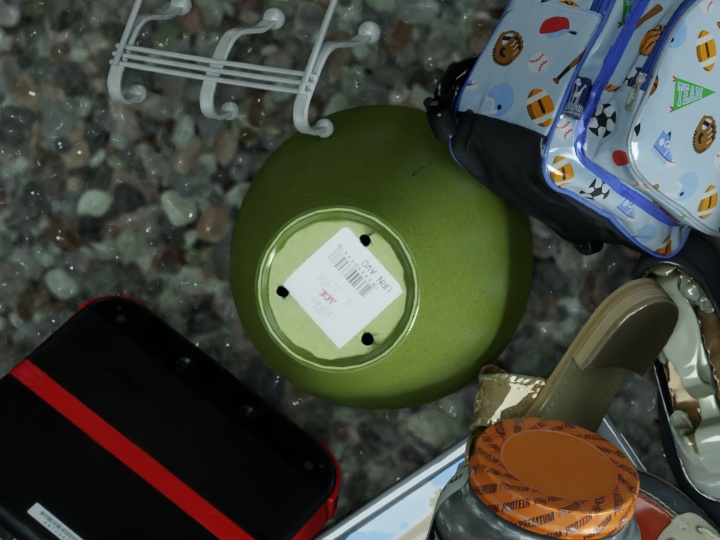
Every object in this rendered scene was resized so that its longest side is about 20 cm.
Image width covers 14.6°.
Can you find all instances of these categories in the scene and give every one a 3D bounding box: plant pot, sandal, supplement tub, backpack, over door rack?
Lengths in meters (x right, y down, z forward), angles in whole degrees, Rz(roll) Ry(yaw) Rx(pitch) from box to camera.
[{"bbox_3d":[0.000,0.000,1.635,0.187,0.200,0.188,1,95,8],"label":"plant pot"},{"bbox_3d":[0.104,0.073,1.680,0.212,0.078,0.070,-53,51,22],"label":"sandal"},{"bbox_3d":[0.090,0.193,1.628,0.122,0.123,0.200,16,118,6],"label":"supplement tub"},{"bbox_3d":[0.155,-0.117,1.609,0.154,0.200,0.191,10,77,33],"label":"backpack"},{"bbox_3d":[-0.057,-0.183,1.678,0.147,0.067,0.201,11,84,28],"label":"over door rack"}]

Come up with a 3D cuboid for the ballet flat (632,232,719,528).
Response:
[{"bbox_3d":[0.204,0.076,1.680,0.073,0.073,0.201,-14,93,9],"label":"ballet flat"}]

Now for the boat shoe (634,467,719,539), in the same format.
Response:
[{"bbox_3d":[0.196,0.187,1.670,0.200,0.063,0.071,41,101,-2],"label":"boat shoe"}]

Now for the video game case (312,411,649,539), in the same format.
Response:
[{"bbox_3d":[0.100,0.188,1.727,0.200,0.022,0.182,-34,90,9],"label":"video game case"}]

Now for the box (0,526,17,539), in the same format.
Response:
[{"bbox_3d":[-0.187,0.205,1.693,0.200,0.047,0.193,42,130,17],"label":"box"}]

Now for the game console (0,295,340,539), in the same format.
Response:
[{"bbox_3d":[-0.127,0.116,1.644,0.200,0.031,0.177,37,54,12],"label":"game console"}]
